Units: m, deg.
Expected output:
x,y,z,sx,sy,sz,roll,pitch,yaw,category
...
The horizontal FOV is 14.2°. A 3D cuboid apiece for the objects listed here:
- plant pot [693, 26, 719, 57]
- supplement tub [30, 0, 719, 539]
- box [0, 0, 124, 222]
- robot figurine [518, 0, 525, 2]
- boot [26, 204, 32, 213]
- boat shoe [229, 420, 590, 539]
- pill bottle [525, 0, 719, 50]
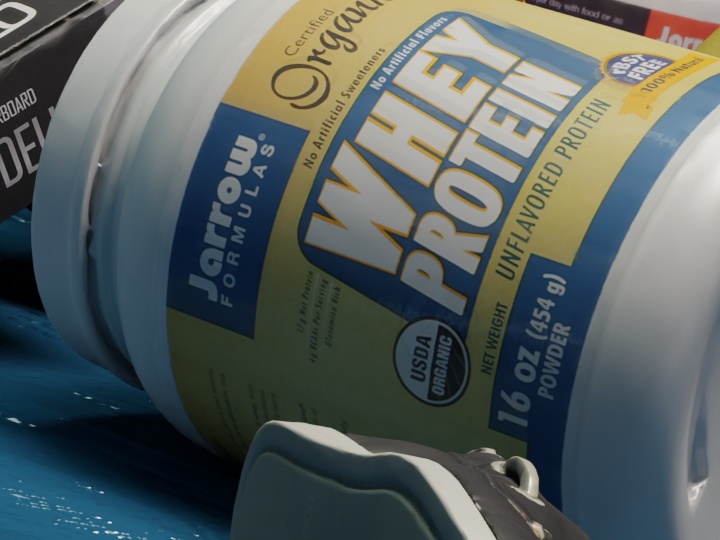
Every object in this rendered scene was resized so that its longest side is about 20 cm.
x,y,z,sx,sy,sz,roll,pitch,yaw,category
0.162,-0.008,1.040,0.200,0.142,0.200,14,9,-2,plant pot
0.027,-0.001,0.772,0.200,0.145,0.145,19,10,30,supplement tub
-0.163,-0.061,0.896,0.158,0.050,0.200,-34,34,-24,box
-0.023,-0.104,1.011,0.200,0.144,0.117,-20,22,47,robot figurine
-0.126,-0.061,1.015,0.074,0.075,0.200,-32,55,-19,boot
0.023,0.072,0.561,0.060,0.074,0.200,7,2,-16,boat shoe
0.102,-0.083,1.225,0.111,0.200,0.111,13,9,-2,pill bottle
